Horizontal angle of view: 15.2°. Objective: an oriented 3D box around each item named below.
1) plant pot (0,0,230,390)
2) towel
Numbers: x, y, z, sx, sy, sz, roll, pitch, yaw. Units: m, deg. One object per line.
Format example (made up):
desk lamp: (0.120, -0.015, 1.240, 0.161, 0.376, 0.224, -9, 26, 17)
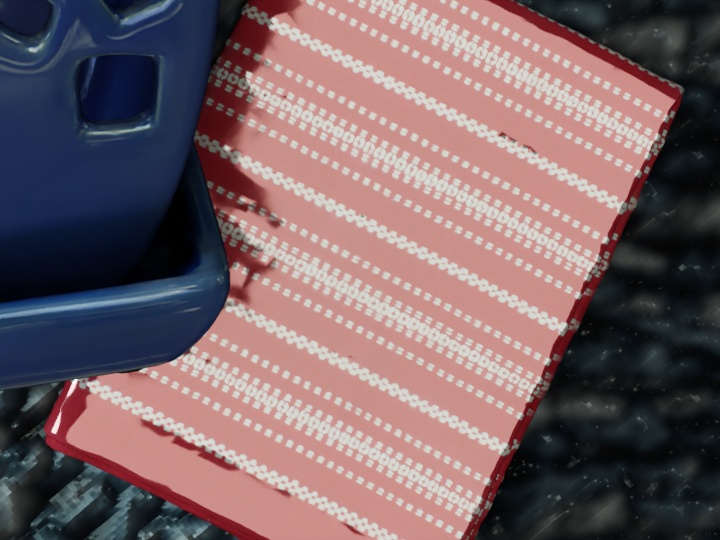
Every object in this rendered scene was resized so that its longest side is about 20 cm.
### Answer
plant pot: (-0.137, -0.070, 0.773, 0.199, 0.200, 0.181, -9, 113, -7)
towel: (0.000, 0.000, 0.879, 0.144, 0.022, 0.201, 26, 93, -2)
